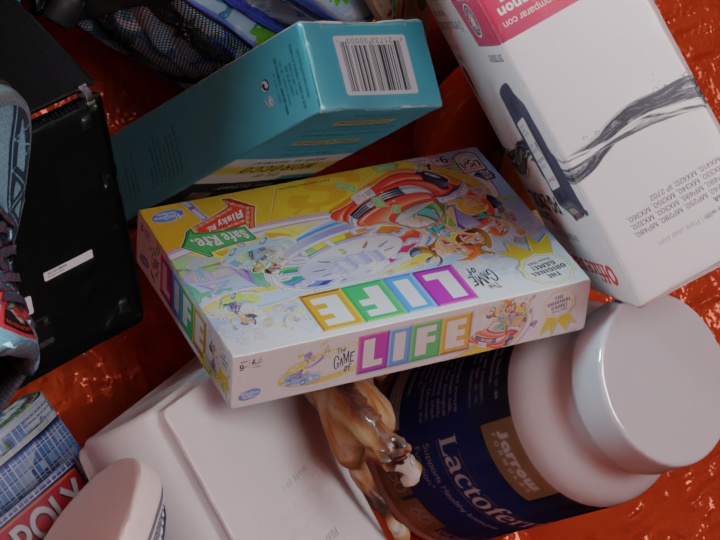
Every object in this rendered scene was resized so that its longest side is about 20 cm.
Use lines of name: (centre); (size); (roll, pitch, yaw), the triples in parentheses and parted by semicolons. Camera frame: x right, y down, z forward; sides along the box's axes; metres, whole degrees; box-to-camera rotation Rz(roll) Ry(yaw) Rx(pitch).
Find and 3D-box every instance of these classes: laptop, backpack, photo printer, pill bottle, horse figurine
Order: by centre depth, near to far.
laptop: (-0.217, -0.039, 1.263); (0.177, 0.103, 0.200); (-30, 121, -38)
photo printer: (-0.050, 0.144, 1.344); (0.200, 0.069, 0.166); (62, 24, -4)
horse figurine: (-0.008, 0.053, 1.386); (0.133, 0.050, 0.200); (59, 9, -55)
backpack: (-0.062, -0.185, 1.399); (0.200, 0.147, 0.184); (36, 54, -56)
pill bottle: (0.102, 0.080, 1.429); (0.116, 0.200, 0.116); (13, 68, -34)

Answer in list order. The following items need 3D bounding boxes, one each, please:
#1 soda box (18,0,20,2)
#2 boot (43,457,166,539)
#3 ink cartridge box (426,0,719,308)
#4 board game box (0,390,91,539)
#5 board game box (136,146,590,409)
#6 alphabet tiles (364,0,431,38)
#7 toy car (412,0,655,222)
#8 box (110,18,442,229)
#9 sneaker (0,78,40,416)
soda box: (-0.219, -0.138, 1.339); (0.068, 0.064, 0.201); (21, 63, -31)
boot: (-0.122, 0.195, 1.232); (0.090, 0.073, 0.200); (36, 65, -30)
ink cartridge box: (0.119, -0.089, 1.356); (0.084, 0.145, 0.200); (-30, 98, -5)
board game box: (-0.191, 0.150, 1.270); (0.200, 0.062, 0.200); (-41, 103, -38)
board game box: (0.000, 0.000, 1.348); (0.200, 0.034, 0.135); (-12, 39, -22)
alphabet tiles: (0.009, -0.221, 1.372); (0.200, 0.008, 0.168); (54, 38, -56)
toy car: (0.093, -0.133, 1.540); (0.150, 0.175, 0.200); (21, 57, 10)
box: (-0.053, -0.075, 1.358); (0.082, 0.200, 0.049); (-6, 77, -39)
sneaker: (-0.172, 0.014, 1.176); (0.079, 0.095, 0.201); (10, 93, -51)
